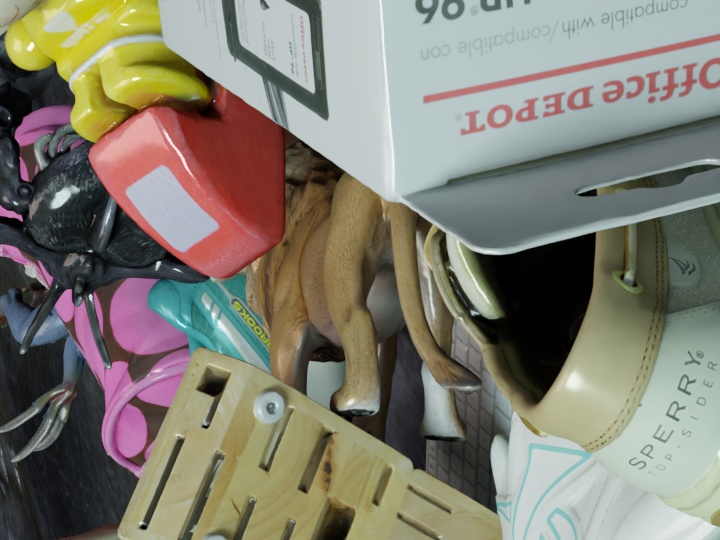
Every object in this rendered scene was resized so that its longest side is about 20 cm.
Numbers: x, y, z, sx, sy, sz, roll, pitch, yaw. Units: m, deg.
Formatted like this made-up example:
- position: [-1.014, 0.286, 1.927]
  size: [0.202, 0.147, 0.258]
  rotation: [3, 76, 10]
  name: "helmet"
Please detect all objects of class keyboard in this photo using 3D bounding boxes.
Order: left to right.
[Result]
- position: [0.041, 0.028, 0.763]
  size: [0.056, 0.011, 0.201]
  rotation: [-129, 31, -47]
  name: "keyboard"

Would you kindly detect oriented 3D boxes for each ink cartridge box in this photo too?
- position: [0.032, -0.075, 0.565]
  size: [0.200, 0.115, 0.068]
  rotation: [-143, 43, -58]
  name: "ink cartridge box"

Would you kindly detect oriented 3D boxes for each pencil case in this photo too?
- position: [-0.114, 0.013, 1.040]
  size: [0.094, 0.090, 0.200]
  rotation: [-51, 44, 17]
  name: "pencil case"

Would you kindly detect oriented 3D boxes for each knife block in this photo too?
- position: [-0.032, 0.097, 0.753]
  size: [0.175, 0.200, 0.064]
  rotation: [-2, 61, 52]
  name: "knife block"

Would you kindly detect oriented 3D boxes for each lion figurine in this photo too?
- position: [0.000, 0.000, 0.757]
  size: [0.200, 0.072, 0.123]
  rotation: [156, 119, -65]
  name: "lion figurine"

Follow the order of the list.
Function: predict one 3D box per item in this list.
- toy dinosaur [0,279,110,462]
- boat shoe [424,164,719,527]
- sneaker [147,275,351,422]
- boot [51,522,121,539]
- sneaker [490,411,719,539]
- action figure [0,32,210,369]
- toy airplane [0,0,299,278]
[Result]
- position: [-0.133, 0.034, 1.113]
  size: [0.181, 0.105, 0.202]
  rotation: [5, 97, 47]
  name: "toy dinosaur"
- position: [0.054, -0.007, 0.567]
  size: [0.074, 0.066, 0.200]
  rotation: [-64, 20, 13]
  name: "boat shoe"
- position: [-0.046, 0.082, 0.924]
  size: [0.077, 0.079, 0.201]
  rotation: [31, 133, 61]
  name: "sneaker"
- position: [-0.112, 0.181, 1.054]
  size: [0.073, 0.155, 0.201]
  rotation: [59, 154, 34]
  name: "boot"
- position: [0.075, 0.060, 0.617]
  size: [0.200, 0.070, 0.081]
  rotation: [131, 123, -66]
  name: "sneaker"
- position: [-0.092, -0.069, 0.861]
  size: [0.102, 0.118, 0.201]
  rotation: [-113, 38, -71]
  name: "action figure"
- position: [-0.089, -0.118, 0.721]
  size: [0.199, 0.141, 0.201]
  rotation: [29, 117, 34]
  name: "toy airplane"
